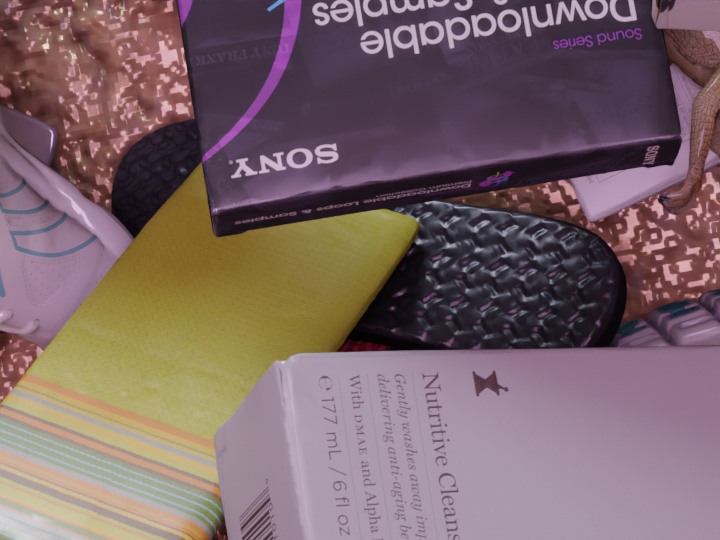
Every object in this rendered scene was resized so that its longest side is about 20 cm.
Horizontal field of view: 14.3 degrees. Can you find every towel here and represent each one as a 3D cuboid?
[{"bbox_3d":[-0.059,0.036,0.933,0.086,0.200,0.018,19,136,17],"label":"towel"}]

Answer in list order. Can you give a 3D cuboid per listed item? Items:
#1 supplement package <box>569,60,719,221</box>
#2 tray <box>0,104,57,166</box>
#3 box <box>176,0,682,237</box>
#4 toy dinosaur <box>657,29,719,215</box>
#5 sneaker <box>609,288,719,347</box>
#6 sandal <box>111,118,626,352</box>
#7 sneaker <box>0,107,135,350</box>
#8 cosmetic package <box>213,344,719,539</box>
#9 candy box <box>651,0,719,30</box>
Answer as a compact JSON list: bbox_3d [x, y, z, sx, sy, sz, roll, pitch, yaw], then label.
[{"bbox_3d":[0.145,-0.109,0.962,0.199,0.110,0.114,-25,89,8],"label":"supplement package"},{"bbox_3d":[-0.216,-0.034,1.061,0.199,0.022,0.108,19,94,7],"label":"tray"},{"bbox_3d":[0.010,-0.119,0.860,0.142,0.036,0.201,-10,80,-1],"label":"box"},{"bbox_3d":[0.095,-0.083,0.898,0.200,0.058,0.101,42,84,9],"label":"toy dinosaur"},{"bbox_3d":[0.159,0.044,0.989,0.199,0.078,0.092,-17,94,10],"label":"sneaker"},{"bbox_3d":[0.000,0.000,1.013,0.199,0.045,0.075,16,74,21],"label":"sandal"},{"bbox_3d":[-0.137,-0.013,0.974,0.070,0.201,0.080,4,51,43],"label":"sneaker"},{"bbox_3d":[0.064,0.086,0.877,0.199,0.081,0.113,-3,70,-21],"label":"cosmetic package"},{"bbox_3d":[0.155,-0.167,0.847,0.136,0.061,0.201,2,63,1],"label":"candy box"}]
